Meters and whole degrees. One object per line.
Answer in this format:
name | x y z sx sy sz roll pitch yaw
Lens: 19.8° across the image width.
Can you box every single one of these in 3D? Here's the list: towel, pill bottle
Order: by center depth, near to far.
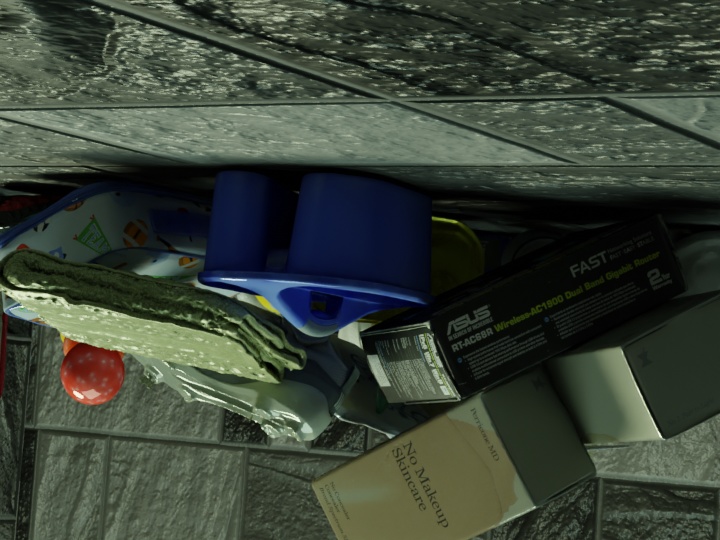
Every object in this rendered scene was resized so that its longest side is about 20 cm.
towel | -0.147 0.033 1.461 0.199 0.037 0.148 10 164 18
pill bottle | 0.283 0.032 1.622 0.112 0.113 0.200 3 176 11

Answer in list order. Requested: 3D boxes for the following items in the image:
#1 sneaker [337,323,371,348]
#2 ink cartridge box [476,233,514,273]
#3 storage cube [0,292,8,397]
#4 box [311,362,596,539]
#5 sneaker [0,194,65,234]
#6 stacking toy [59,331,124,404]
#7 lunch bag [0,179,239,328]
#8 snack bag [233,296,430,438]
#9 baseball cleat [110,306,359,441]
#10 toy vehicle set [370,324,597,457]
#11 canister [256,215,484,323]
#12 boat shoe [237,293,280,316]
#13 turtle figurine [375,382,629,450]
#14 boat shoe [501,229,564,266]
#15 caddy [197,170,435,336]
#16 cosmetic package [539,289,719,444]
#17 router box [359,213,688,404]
sneaker | 0.024 0.072 1.915 0.078 0.100 0.200 18 -152 -21
ink cartridge box | 0.128 0.012 1.780 0.136 0.077 0.200 5 174 -11
storage cube | -0.492 0.041 2.163 0.179 0.172 0.199 3 176 39
box | 0.066 0.151 1.509 0.078 0.095 0.200 -21 171 -45
sneaker | -0.231 -0.010 1.687 0.079 0.096 0.200 2 175 28
stacking toy | -0.231 0.045 1.799 0.085 0.086 0.201 5 -143 -8
lunch bag | -0.171 -0.010 1.592 0.160 0.076 0.199 -29 158 33
snack bag | -0.008 0.096 1.682 0.200 0.021 0.188 24 -166 -49
baseball cleat | -0.090 0.061 1.565 0.199 0.107 0.070 26 153 25
toy vehicle set | 0.100 0.104 1.762 0.124 0.027 0.200 9 -158 -31
canister | 0.000 0.000 1.669 0.148 0.087 0.200 5 177 -15
boat shoe | -0.053 0.001 1.847 0.072 0.070 0.201 46 -156 3
turtle figurine | 0.116 0.092 1.617 0.199 0.101 0.150 9 -179 7
boat shoe | 0.191 0.053 1.652 0.202 0.075 0.086 50 -179 -24
caddy | -0.027 -0.007 1.434 0.141 0.106 0.200 3 176 25
cosmetic package | 0.197 0.070 1.455 0.103 0.073 0.200 -25 -177 -17
router box | 0.116 0.030 1.498 0.199 0.062 0.150 -25 -177 -19
